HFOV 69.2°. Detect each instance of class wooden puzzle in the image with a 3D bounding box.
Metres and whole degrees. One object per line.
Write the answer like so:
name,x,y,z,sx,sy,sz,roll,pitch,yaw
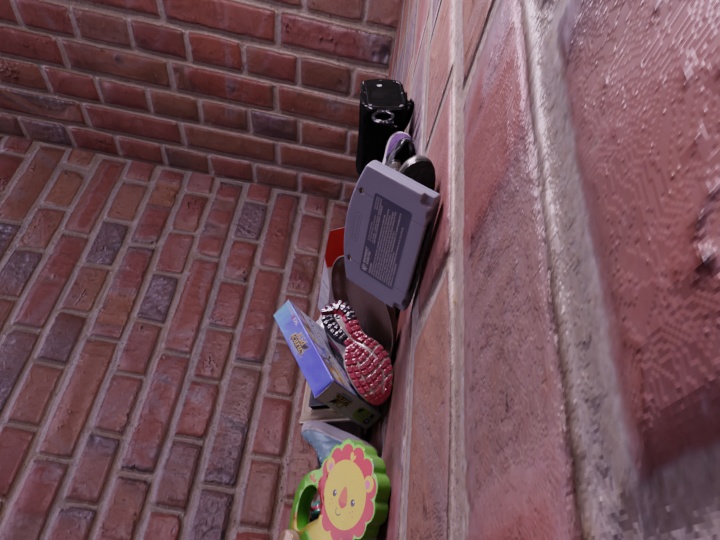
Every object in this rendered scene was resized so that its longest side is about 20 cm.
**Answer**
wooden puzzle,-0.037,0.206,1.047,0.037,0.180,0.205,49,-141,-42

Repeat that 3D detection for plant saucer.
plant saucer,0.009,0.066,0.950,0.199,0.031,0.206,40,141,42

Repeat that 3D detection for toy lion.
toy lion,-0.036,0.356,0.785,0.197,0.067,0.199,-10,66,49

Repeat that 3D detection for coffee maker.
coffee maker,0.042,-0.316,1.237,0.204,0.130,0.195,92,-163,-45

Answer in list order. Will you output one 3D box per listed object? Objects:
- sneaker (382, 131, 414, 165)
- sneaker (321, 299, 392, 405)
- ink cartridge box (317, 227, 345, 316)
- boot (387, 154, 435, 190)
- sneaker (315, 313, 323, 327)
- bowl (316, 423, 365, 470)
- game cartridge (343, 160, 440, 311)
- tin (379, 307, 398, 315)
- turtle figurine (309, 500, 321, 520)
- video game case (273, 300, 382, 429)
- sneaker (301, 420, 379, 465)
sneaker,0.068,-0.187,1.115,0.088,0.073,0.207,-104,22,-67
sneaker,-0.004,0.147,0.926,0.203,0.078,0.076,59,163,32
ink cartridge box,0.000,0.000,1.055,0.048,0.155,0.205,52,143,38
boot,0.062,-0.132,0.834,0.203,0.065,0.134,101,163,-52
sneaker,-0.023,0.139,1.226,0.199,0.076,0.102,40,-113,-44
bowl,-0.037,0.338,1.126,0.201,0.087,0.210,-1,-90,-84
game cartridge,0.037,-0.051,0.769,0.041,0.132,0.205,-31,-35,-41
tin,0.063,-0.009,0.979,0.112,0.040,0.208,-132,50,-81
turtle figurine,-0.050,0.476,0.898,0.150,0.098,0.207,42,-146,-58
video game case,-0.059,0.170,0.938,0.182,0.045,0.201,48,-176,-47
sneaker,-0.055,0.329,0.938,0.197,0.074,0.083,-3,49,51
